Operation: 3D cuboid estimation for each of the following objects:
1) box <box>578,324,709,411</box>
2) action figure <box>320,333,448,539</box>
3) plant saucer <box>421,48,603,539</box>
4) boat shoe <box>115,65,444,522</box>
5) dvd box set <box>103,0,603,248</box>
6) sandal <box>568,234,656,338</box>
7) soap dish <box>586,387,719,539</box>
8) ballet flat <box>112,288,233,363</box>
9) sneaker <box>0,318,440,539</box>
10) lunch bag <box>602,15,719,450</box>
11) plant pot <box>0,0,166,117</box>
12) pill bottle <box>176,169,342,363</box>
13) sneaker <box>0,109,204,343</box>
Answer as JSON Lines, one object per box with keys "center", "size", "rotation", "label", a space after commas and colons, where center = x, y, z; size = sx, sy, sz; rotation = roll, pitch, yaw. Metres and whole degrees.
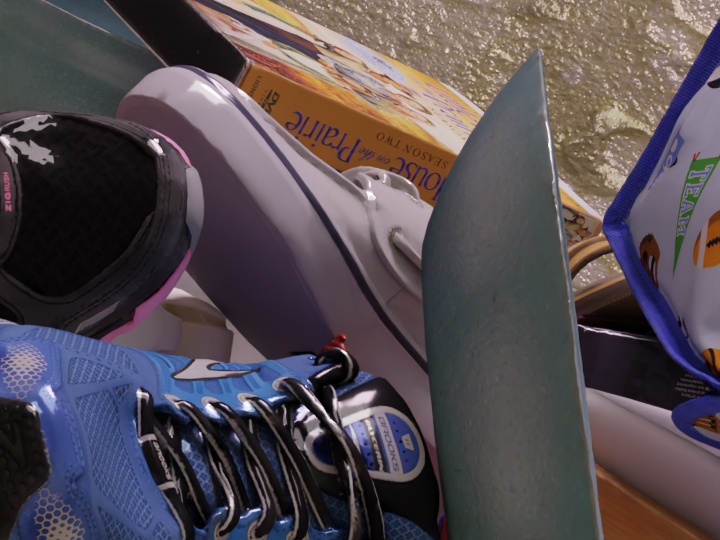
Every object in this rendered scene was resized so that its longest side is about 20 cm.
{"center": [0.142, 0.071, 0.991], "size": [0.143, 0.036, 0.200], "rotation": [9, -14, 4], "label": "box"}
{"center": [-0.020, 0.050, 0.726], "size": [0.200, 0.099, 0.065], "rotation": [21, 5, -30], "label": "action figure"}
{"center": [0.042, 0.045, 0.627], "size": [0.039, 0.201, 0.201], "rotation": [-8, 3, 4], "label": "plant saucer"}
{"center": [0.000, 0.000, 0.792], "size": [0.200, 0.066, 0.072], "rotation": [49, -27, -23], "label": "boat shoe"}
{"center": [-0.006, -0.072, 1.033], "size": [0.200, 0.029, 0.146], "rotation": [22, 16, -36], "label": "dvd box set"}
{"center": [0.104, 0.014, 0.980], "size": [0.080, 0.054, 0.200], "rotation": [15, -16, -20], "label": "sandal"}
{"center": [0.153, 0.114, 0.811], "size": [0.157, 0.081, 0.200], "rotation": [18, 6, -26], "label": "soap dish"}
{"center": [-0.086, 0.024, 0.778], "size": [0.075, 0.068, 0.200], "rotation": [-7, -13, 23], "label": "ballet flat"}
{"center": [-0.033, 0.044, 0.568], "size": [0.089, 0.079, 0.200], "rotation": [-17, -12, 15], "label": "sneaker"}
{"center": [0.185, 0.017, 0.782], "size": [0.170, 0.124, 0.200], "rotation": [21, 19, -16], "label": "lunch bag"}
{"center": [-0.119, -0.048, 1.113], "size": [0.200, 0.134, 0.200], "rotation": [24, 8, -4], "label": "plant pot"}
{"center": [-0.046, 0.004, 0.978], "size": [0.116, 0.116, 0.200], "rotation": [24, 6, 36], "label": "pill bottle"}
{"center": [-0.143, -0.013, 0.646], "size": [0.200, 0.079, 0.095], "rotation": [-5, -17, 6], "label": "sneaker"}
